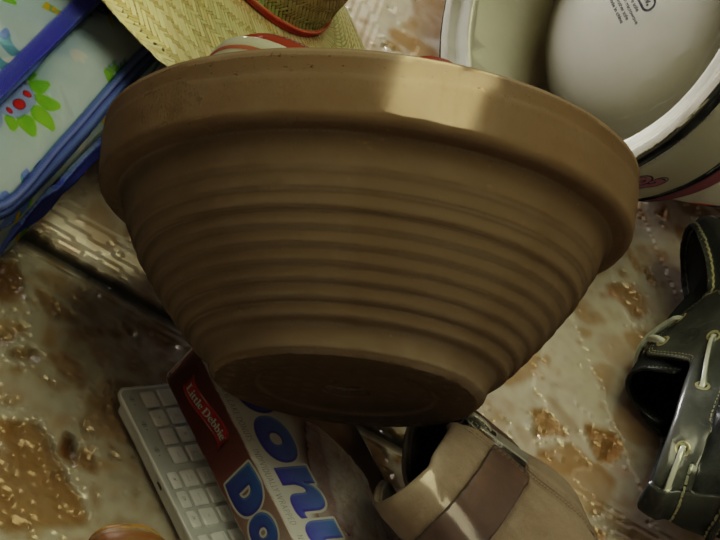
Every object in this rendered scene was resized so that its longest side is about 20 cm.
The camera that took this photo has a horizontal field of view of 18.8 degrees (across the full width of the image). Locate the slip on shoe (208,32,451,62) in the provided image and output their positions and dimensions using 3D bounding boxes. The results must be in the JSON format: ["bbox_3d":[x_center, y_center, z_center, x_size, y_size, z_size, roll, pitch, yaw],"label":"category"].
[{"bbox_3d":[0.012,-0.058,0.865,0.199,0.074,0.062,20,70,-46],"label":"slip on shoe"}]

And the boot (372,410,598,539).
[{"bbox_3d":[0.063,0.129,0.799,0.146,0.070,0.200,48,9,-13],"label":"boot"}]

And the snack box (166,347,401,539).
[{"bbox_3d":[-0.003,0.115,0.822,0.072,0.024,0.201,4,50,-50],"label":"snack box"}]

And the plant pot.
[{"bbox_3d":[0.000,0.000,0.796,0.199,0.201,0.094,14,70,-25],"label":"plant pot"}]

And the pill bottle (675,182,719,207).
[{"bbox_3d":[0.240,-0.081,1.121,0.199,0.112,0.112,7,49,-32],"label":"pill bottle"}]

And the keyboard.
[{"bbox_3d":[-0.029,0.125,0.816,0.056,0.011,0.201,-8,58,-40],"label":"keyboard"}]

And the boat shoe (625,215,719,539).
[{"bbox_3d":[0.154,0.040,0.984,0.067,0.072,0.201,6,40,1],"label":"boat shoe"}]

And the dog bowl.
[{"bbox_3d":[0.134,-0.122,1.029,0.074,0.200,0.201,25,39,-41],"label":"dog bowl"}]

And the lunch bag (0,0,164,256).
[{"bbox_3d":[-0.167,-0.092,0.864,0.160,0.083,0.200,39,42,-3],"label":"lunch bag"}]

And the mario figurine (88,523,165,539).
[{"bbox_3d":[-0.081,0.166,0.661,0.106,0.123,0.201,27,33,-41],"label":"mario figurine"}]

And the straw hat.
[{"bbox_3d":[-0.035,-0.149,0.905,0.200,0.085,0.202,35,32,-26],"label":"straw hat"}]
